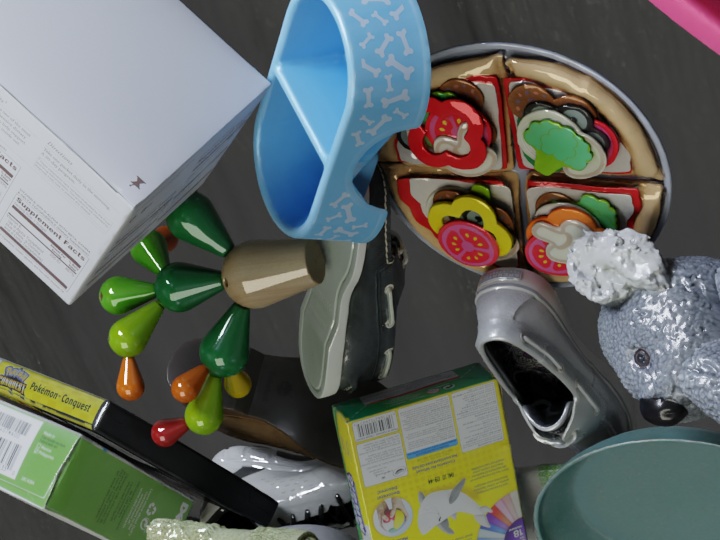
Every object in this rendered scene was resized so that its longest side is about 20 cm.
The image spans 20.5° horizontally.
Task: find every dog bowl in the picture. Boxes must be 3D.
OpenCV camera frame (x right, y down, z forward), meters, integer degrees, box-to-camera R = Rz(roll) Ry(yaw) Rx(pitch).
[{"bbox_3d":[-0.017,-0.098,1.215,0.049,0.112,0.201,-10,144,-26],"label":"dog bowl"}]

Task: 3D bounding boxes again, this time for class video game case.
[{"bbox_3d":[-0.182,0.122,1.470,0.180,0.026,0.200,15,165,43],"label":"video game case"}]

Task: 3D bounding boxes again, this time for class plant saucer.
[{"bbox_3d":[0.220,0.165,1.370,0.198,0.036,0.201,6,138,6],"label":"plant saucer"}]

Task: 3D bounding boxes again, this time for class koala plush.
[{"bbox_3d":[0.233,0.042,1.235,0.199,0.185,0.177,8,153,44],"label":"koala plush"}]

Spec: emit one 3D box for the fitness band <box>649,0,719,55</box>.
[{"bbox_3d":[0.221,-0.181,1.089,0.200,0.038,0.144,36,136,-11],"label":"fitness band"}]

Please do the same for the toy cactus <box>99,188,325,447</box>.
[{"bbox_3d":[-0.099,0.012,1.346,0.164,0.102,0.202,-11,84,24],"label":"toy cactus"}]

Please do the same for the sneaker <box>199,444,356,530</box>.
[{"bbox_3d":[-0.034,0.181,1.521,0.199,0.080,0.074,-7,127,27],"label":"sneaker"}]

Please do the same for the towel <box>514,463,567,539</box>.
[{"bbox_3d":[0.192,0.194,1.460,0.199,0.031,0.150,-5,137,27],"label":"towel"}]

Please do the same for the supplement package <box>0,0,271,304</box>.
[{"bbox_3d":[-0.187,-0.113,1.217,0.200,0.156,0.111,43,136,0],"label":"supplement package"}]

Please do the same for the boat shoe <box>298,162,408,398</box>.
[{"bbox_3d":[0.000,0.000,1.345,0.060,0.076,0.201,-10,138,-22],"label":"boat shoe"}]

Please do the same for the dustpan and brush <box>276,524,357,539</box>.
[{"bbox_3d":[-0.048,0.219,1.471,0.138,0.058,0.201,-5,145,-3],"label":"dustpan and brush"}]

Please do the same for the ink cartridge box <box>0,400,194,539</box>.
[{"bbox_3d":[-0.195,0.166,1.478,0.103,0.060,0.200,18,166,38],"label":"ink cartridge box"}]

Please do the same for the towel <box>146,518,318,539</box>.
[{"bbox_3d":[-0.060,0.242,1.425,0.147,0.037,0.200,2,141,31],"label":"towel"}]

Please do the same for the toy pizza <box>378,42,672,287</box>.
[{"bbox_3d":[0.098,-0.058,1.265,0.199,0.032,0.201,12,135,12],"label":"toy pizza"}]

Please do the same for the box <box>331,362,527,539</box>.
[{"bbox_3d":[0.057,0.177,1.413,0.117,0.048,0.201,-15,106,-12],"label":"box"}]

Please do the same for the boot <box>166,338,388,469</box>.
[{"bbox_3d":[-0.044,0.107,1.474,0.199,0.074,0.076,18,156,12],"label":"boot"}]

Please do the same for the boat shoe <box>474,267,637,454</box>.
[{"bbox_3d":[0.132,0.081,1.348,0.072,0.069,0.200,-4,140,25],"label":"boat shoe"}]

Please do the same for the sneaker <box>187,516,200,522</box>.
[{"bbox_3d":[-0.090,0.259,1.622,0.199,0.077,0.076,5,132,17],"label":"sneaker"}]
